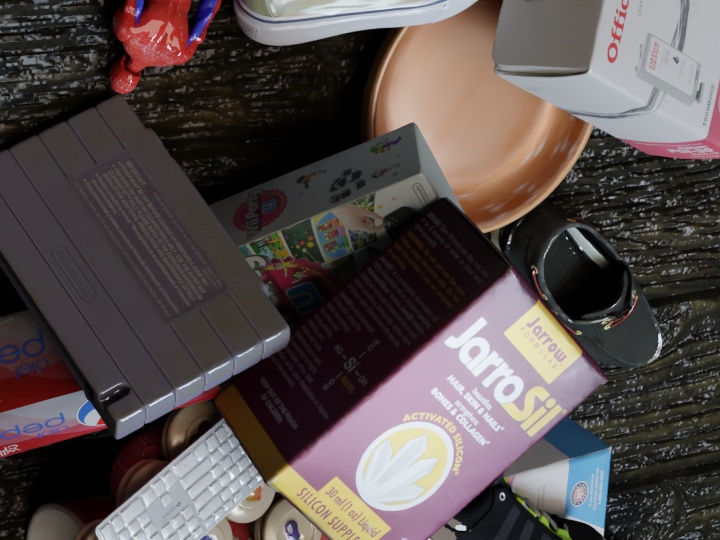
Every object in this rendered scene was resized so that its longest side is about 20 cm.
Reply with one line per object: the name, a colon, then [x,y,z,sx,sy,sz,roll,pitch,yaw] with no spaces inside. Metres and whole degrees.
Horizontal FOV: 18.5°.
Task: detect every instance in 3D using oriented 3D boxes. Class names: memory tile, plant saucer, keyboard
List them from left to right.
memory tile: [-0.090,0.159,1.440,0.153,0.017,0.200,50,64,-31]
keyboard: [-0.087,0.125,1.418,0.200,0.011,0.056,-41,124,-29]
plant saucer: [0.081,-0.122,1.546,0.200,0.037,0.200,-15,121,-28]

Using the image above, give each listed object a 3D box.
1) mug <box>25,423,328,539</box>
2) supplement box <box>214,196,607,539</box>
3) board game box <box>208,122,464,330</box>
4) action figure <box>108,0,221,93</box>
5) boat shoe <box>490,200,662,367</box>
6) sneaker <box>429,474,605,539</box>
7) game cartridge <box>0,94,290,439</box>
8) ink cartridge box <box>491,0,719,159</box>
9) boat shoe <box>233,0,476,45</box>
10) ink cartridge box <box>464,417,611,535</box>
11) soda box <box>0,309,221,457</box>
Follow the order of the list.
mug: [-0.102,0.188,1.499,0.200,0.133,0.178,-13,155,-34]
supplement box: [0.032,0.076,1.393,0.200,0.103,0.131,-42,127,2]
board game box: [-0.024,0.006,1.464,0.200,0.064,0.148,-22,128,12]
action figure: [-0.103,-0.197,1.377,0.065,0.052,0.200,24,102,-34]
boat shoe: [0.173,0.020,1.664,0.074,0.063,0.201,-51,131,-6]
sneaker: [0.098,0.172,1.515,0.200,0.072,0.083,5,107,-35]
game cartridge: [-0.146,-0.006,1.355,0.130,0.200,0.038,-26,157,-24]
ink cartridge box: [0.190,-0.173,1.519,0.200,0.083,0.147,20,79,-49]
boat shoe: [0.014,-0.197,1.432,0.200,0.072,0.062,-20,153,-23]
ink cartridge box: [0.064,0.181,1.624,0.200,0.125,0.129,-11,117,-29]
soda box: [-0.193,0.065,1.380,0.200,0.070,0.063,-15,152,-4]
